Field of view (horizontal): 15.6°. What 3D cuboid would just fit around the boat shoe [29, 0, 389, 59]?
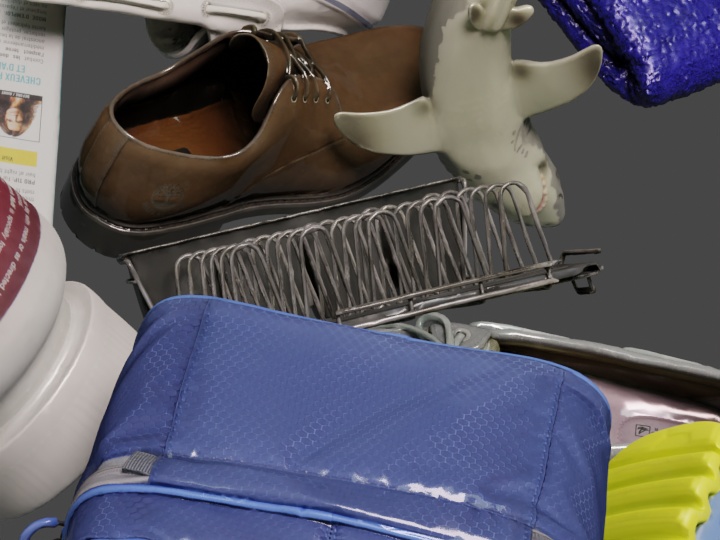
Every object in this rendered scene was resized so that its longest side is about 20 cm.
[{"bbox_3d":[-0.072,-0.124,1.151,0.200,0.065,0.074,13,8,-41],"label":"boat shoe"}]

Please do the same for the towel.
[{"bbox_3d":[0.171,-0.170,1.286,0.200,0.050,0.148,-26,68,-31],"label":"towel"}]

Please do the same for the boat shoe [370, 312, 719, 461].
[{"bbox_3d":[0.073,0.054,1.093,0.202,0.065,0.075,13,54,-5],"label":"boat shoe"}]

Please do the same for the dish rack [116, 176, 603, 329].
[{"bbox_3d":[0.000,0.000,1.028,0.153,0.200,0.055,-15,93,-17],"label":"dish rack"}]

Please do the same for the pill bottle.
[{"bbox_3d":[-0.177,-0.003,0.947,0.200,0.109,0.110,44,48,-27],"label":"pill bottle"}]

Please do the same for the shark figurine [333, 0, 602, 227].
[{"bbox_3d":[0.059,-0.122,1.124,0.128,0.215,0.090,8,37,-19],"label":"shark figurine"}]

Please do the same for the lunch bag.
[{"bbox_3d":[-0.018,0.106,0.905,0.200,0.136,0.132,9,47,2],"label":"lunch bag"}]

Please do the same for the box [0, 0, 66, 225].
[{"bbox_3d":[-0.170,-0.049,1.093,0.082,0.049,0.200,9,55,-13],"label":"box"}]

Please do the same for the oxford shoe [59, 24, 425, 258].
[{"bbox_3d":[-0.031,-0.070,1.132,0.200,0.084,0.073,-25,64,-33],"label":"oxford shoe"}]

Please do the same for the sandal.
[{"bbox_3d":[0.111,0.154,1.024,0.087,0.079,0.200,34,69,-27],"label":"sandal"}]
